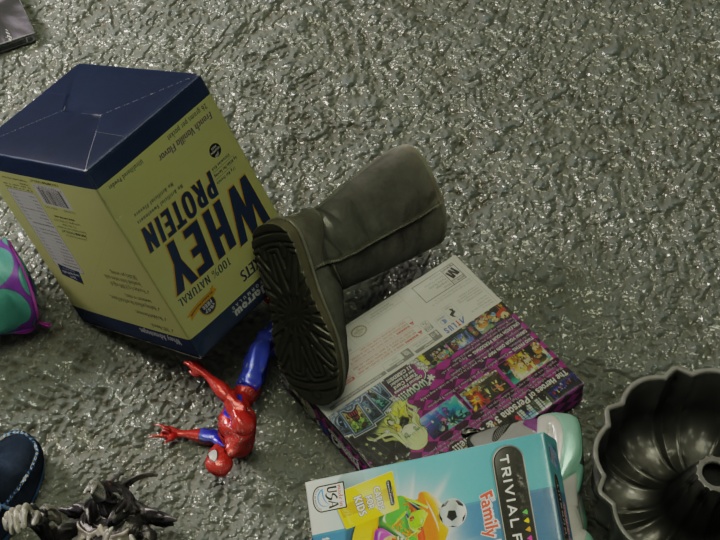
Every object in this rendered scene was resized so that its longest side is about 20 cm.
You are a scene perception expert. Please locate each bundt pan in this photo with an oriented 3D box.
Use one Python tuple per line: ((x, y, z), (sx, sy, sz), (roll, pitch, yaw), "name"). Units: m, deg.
((0.277, 0.181, 1.417), (0.201, 0.076, 0.202), (4, 55, -6), "bundt pan")

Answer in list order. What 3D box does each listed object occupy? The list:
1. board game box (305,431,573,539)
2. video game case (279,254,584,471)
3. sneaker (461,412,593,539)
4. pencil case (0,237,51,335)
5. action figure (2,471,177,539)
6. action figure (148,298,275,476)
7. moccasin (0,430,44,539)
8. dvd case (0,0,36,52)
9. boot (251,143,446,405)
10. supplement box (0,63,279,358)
((0.065, 0.221, 1.364), (0.199, 0.047, 0.151), (-14, 72, 16), "board game box")
((0.062, 0.099, 1.528), (0.200, 0.036, 0.181), (-33, 58, -20), "video game case")
((0.117, 0.216, 1.412), (0.139, 0.078, 0.200), (-6, 58, 5), "sneaker")
((-0.386, 0.045, 1.563), (0.200, 0.085, 0.093), (-22, 93, -14), "pencil case")
((-0.222, 0.231, 1.406), (0.119, 0.102, 0.200), (3, 54, 20), "action figure")
((-0.120, 0.088, 1.528), (0.099, 0.065, 0.200), (13, 54, 2), "action figure")
((-0.334, 0.207, 1.448), (0.080, 0.068, 0.200), (25, 58, 20), "moccasin")
((-0.444, -0.289, 1.857), (0.148, 0.016, 0.200), (-21, 55, -12), "dvd case")
((0.002, 0.001, 1.530), (0.072, 0.182, 0.200), (1, 18, 36), "boot")
((-0.192, -0.056, 1.514), (0.134, 0.200, 0.200), (-44, 33, -25), "supplement box")
